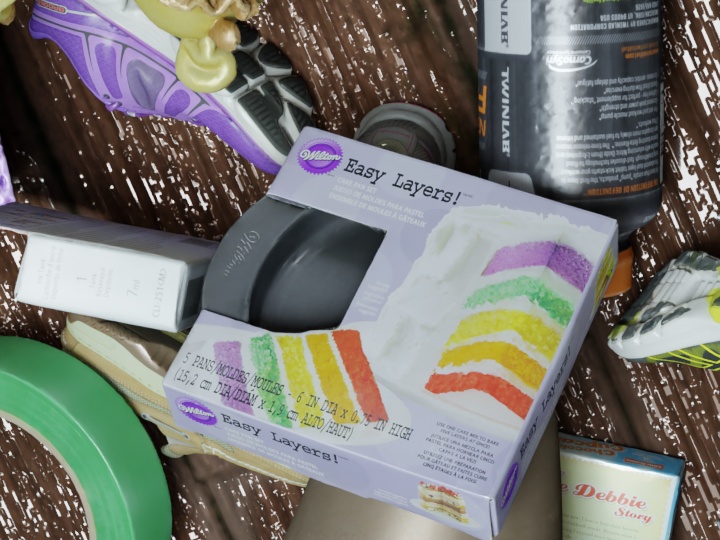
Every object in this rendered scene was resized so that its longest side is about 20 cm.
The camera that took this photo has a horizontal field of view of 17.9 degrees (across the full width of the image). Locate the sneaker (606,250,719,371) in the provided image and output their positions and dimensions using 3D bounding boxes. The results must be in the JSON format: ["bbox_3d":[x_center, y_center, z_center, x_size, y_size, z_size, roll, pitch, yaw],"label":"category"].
[{"bbox_3d":[0.211,0.038,1.268,0.085,0.200,0.074,46,68,-13],"label":"sneaker"}]

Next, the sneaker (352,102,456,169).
[{"bbox_3d":[0.000,0.000,1.338,0.081,0.088,0.200,9,96,12],"label":"sneaker"}]

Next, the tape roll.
[{"bbox_3d":[-0.215,0.142,1.419,0.200,0.048,0.201,10,114,24],"label":"tape roll"}]

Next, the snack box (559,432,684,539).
[{"bbox_3d":[0.088,0.152,1.385,0.200,0.037,0.116,12,106,11],"label":"snack box"}]

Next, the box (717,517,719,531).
[{"bbox_3d":[0.341,0.140,1.235,0.196,0.124,0.200,31,110,-26],"label":"box"}]

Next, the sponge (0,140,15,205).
[{"bbox_3d":[-0.228,-0.098,1.329,0.030,0.200,0.112,-13,98,-10],"label":"sponge"}]

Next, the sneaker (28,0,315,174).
[{"bbox_3d":[-0.113,-0.118,1.370,0.200,0.081,0.084,37,121,13],"label":"sneaker"}]

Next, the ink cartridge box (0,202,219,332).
[{"bbox_3d":[-0.169,-0.007,1.319,0.173,0.200,0.044,10,94,5],"label":"ink cartridge box"}]

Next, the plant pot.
[{"bbox_3d":[0.036,0.149,1.281,0.200,0.200,0.175,12,99,11],"label":"plant pot"}]

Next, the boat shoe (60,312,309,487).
[{"bbox_3d":[-0.098,0.084,1.407,0.200,0.072,0.076,32,121,18],"label":"boat shoe"}]

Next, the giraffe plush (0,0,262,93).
[{"bbox_3d":[-0.109,-0.193,1.240,0.162,0.200,0.173,26,150,18],"label":"giraffe plush"}]

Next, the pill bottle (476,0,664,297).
[{"bbox_3d":[0.119,-0.086,1.291,0.106,0.106,0.200,1,101,13],"label":"pill bottle"}]

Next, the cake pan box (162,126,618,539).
[{"bbox_3d":[0.016,0.027,1.217,0.200,0.184,0.052,19,150,19],"label":"cake pan box"}]
